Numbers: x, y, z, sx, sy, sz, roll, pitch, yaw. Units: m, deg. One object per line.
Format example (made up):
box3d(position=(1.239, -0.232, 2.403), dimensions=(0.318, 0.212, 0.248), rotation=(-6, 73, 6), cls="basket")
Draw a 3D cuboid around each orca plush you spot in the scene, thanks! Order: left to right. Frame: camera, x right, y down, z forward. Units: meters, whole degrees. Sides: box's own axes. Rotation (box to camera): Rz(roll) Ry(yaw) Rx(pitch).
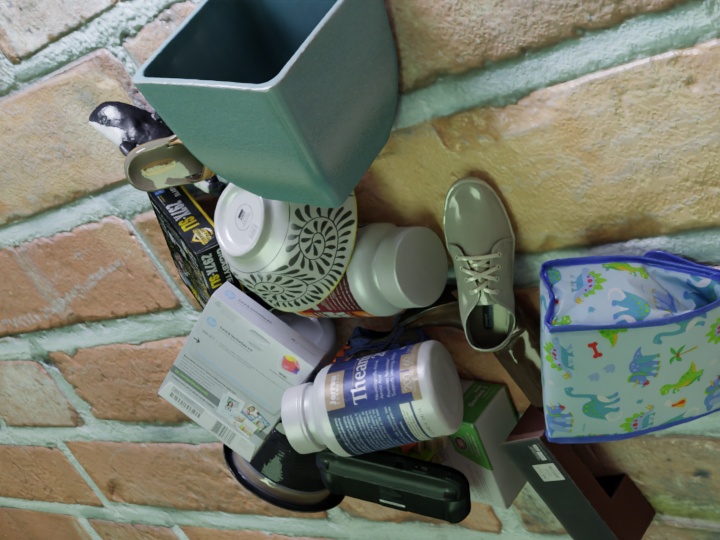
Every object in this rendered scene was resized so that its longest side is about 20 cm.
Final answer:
box3d(position=(-0.245, -0.168, 1.464), dimensions=(0.200, 0.105, 0.071), rotation=(37, 113, 13), cls="orca plush")

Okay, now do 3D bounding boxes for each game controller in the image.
box3d(position=(0.039, 0.260, 1.425), dimensions=(0.199, 0.042, 0.105), rotation=(11, 147, 19), cls="game controller")

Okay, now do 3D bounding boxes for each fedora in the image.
box3d(position=(-0.099, 0.264, 1.706), dimensions=(0.200, 0.200, 0.092), rotation=(33, 119, 14), cls="fedora")

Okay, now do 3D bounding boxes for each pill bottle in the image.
box3d(position=(-0.089, 0.146, 1.600), dimensions=(0.110, 0.111, 0.201), rotation=(28, 143, 19), cls="pill bottle")
box3d(position=(0.000, 0.000, 1.366), dimensions=(0.199, 0.110, 0.110), rotation=(-3, 125, 45), cls="pill bottle")
box3d(position=(0.012, 0.156, 1.360), dimensions=(0.199, 0.111, 0.111), rotation=(-16, 119, 21), cls="pill bottle")

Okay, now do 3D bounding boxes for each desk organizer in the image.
box3d(position=(0.265, 0.254, 1.400), dimensions=(0.200, 0.077, 0.072), rotation=(52, 143, -12), cls="desk organizer")

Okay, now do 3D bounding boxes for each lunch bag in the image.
box3d(position=(0.282, 0.076, 1.166), dimensions=(0.198, 0.128, 0.171), rotation=(-2, 132, 8), cls="lunch bag")

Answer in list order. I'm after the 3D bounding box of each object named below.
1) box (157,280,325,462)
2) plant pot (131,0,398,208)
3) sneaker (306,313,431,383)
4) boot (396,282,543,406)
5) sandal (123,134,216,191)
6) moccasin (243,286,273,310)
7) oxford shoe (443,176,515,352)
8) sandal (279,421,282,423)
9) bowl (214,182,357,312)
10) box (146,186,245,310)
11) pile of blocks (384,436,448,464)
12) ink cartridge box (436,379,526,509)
box3d(position=(-0.155, 0.132, 1.470), dimensions=(0.156, 0.041, 0.200), rotation=(35, 127, 3), cls="box")
box3d(position=(-0.071, -0.177, 1.194), dimensions=(0.195, 0.197, 0.201), rotation=(9, 143, 37), cls="plant pot")
box3d(position=(-0.002, 0.112, 1.476), dimensions=(0.199, 0.075, 0.079), rotation=(-23, 96, 12), cls="sneaker")
box3d(position=(0.156, 0.096, 1.364), dimensions=(0.200, 0.064, 0.186), rotation=(46, 147, -12), cls="boot")
box3d(position=(-0.199, -0.141, 1.392), dimensions=(0.199, 0.054, 0.081), rotation=(-20, 112, 14), cls="sandal")
box3d(position=(-0.117, -0.014, 1.487), dimensions=(0.068, 0.080, 0.201), rotation=(29, 143, 24), cls="moccasin")
box3d(position=(0.132, -0.001, 1.242), dimensions=(0.075, 0.058, 0.201), rotation=(-6, 106, 10), cls="oxford shoe")
box3d(position=(-0.115, 0.176, 1.524), dimensions=(0.199, 0.043, 0.076), rotation=(28, 142, 9), cls="sandal")
box3d(position=(-0.106, -0.055, 1.332), dimensions=(0.200, 0.094, 0.202), rotation=(-6, 82, 44), cls="bowl")
box3d(position=(-0.212, -0.015, 1.534), dimensions=(0.200, 0.049, 0.160), rotation=(45, 158, 50), cls="box")
box3d(position=(0.051, 0.244, 1.461), dimensions=(0.082, 0.062, 0.200), rotation=(39, 144, 8), cls="pile of blocks")
box3d(position=(0.108, 0.215, 1.504), dimensions=(0.199, 0.084, 0.147), rotation=(6, 130, 42), cls="ink cartridge box")
